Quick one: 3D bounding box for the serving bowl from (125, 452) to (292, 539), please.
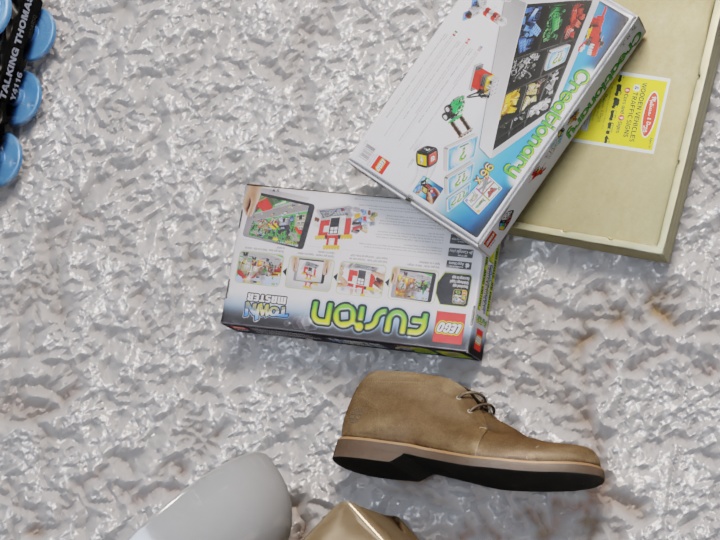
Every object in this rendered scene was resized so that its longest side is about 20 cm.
[{"bbox_3d":[-0.116,0.219,1.342,0.066,0.200,0.200,44,94,15],"label":"serving bowl"}]

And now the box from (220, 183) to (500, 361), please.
[{"bbox_3d":[0.000,0.000,1.436,0.199,0.035,0.111,7,80,21],"label":"box"}]

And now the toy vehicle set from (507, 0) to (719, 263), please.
[{"bbox_3d":[0.184,-0.114,1.400,0.124,0.027,0.201,12,82,22],"label":"toy vehicle set"}]

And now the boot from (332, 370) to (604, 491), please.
[{"bbox_3d":[0.079,0.113,1.365,0.199,0.074,0.076,6,69,24],"label":"boot"}]

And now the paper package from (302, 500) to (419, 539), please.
[{"bbox_3d":[-0.003,0.291,1.331,0.200,0.103,0.191,-47,67,4],"label":"paper package"}]

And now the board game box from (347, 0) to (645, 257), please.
[{"bbox_3d":[0.097,-0.126,1.397,0.126,0.035,0.201,35,88,25],"label":"board game box"}]

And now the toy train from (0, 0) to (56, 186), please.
[{"bbox_3d":[-0.321,-0.152,1.568,0.114,0.087,0.201,10,83,31],"label":"toy train"}]
